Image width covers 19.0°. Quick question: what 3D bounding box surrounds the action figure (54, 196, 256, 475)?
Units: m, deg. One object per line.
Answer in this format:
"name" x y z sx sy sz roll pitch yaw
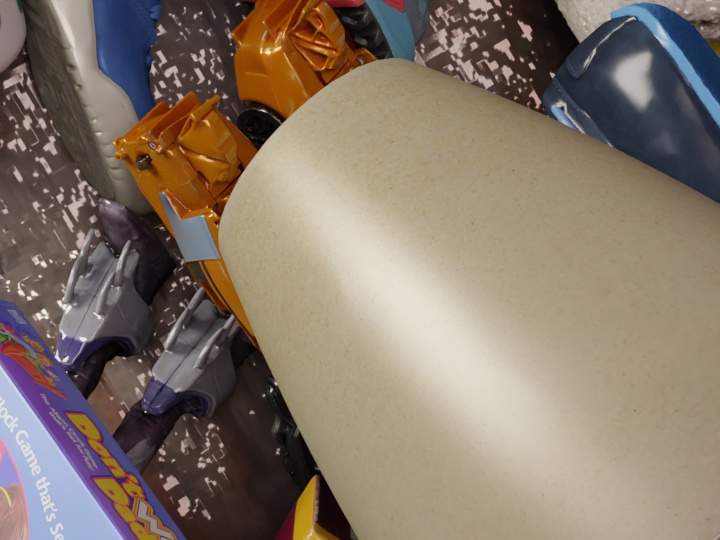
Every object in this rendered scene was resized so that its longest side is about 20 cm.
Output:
"action figure" -0.115 0.078 0.813 0.130 0.069 0.200 25 70 10

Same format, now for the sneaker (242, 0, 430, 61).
"sneaker" -0.018 -0.162 0.828 0.079 0.200 0.096 11 52 24

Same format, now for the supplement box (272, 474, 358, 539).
"supplement box" -0.026 0.192 0.776 0.110 0.086 0.200 33 97 -4

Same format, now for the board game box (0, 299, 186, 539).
"board game box" -0.123 0.124 0.738 0.134 0.045 0.200 -44 66 12

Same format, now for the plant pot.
"plant pot" 0.053 0.028 0.696 0.187 0.187 0.200 -40 70 -13

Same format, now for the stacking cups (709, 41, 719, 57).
"stacking cups" 0.147 -0.010 0.880 0.060 0.061 0.200 -14 84 -12

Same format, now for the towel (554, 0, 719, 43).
"towel" 0.154 -0.151 0.880 0.200 0.034 0.133 -10 56 -22

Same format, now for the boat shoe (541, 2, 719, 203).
"boat shoe" 0.140 -0.003 0.791 0.069 0.084 0.200 -37 69 23

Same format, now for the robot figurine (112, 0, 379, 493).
"robot figurine" 0.000 0.000 0.820 0.200 0.058 0.145 54 54 -19

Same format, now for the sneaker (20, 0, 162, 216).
"sneaker" -0.084 -0.129 0.851 0.111 0.077 0.200 -21 91 -19

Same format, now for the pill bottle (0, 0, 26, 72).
"pill bottle" -0.197 -0.162 0.778 0.113 0.113 0.200 -17 116 -12
